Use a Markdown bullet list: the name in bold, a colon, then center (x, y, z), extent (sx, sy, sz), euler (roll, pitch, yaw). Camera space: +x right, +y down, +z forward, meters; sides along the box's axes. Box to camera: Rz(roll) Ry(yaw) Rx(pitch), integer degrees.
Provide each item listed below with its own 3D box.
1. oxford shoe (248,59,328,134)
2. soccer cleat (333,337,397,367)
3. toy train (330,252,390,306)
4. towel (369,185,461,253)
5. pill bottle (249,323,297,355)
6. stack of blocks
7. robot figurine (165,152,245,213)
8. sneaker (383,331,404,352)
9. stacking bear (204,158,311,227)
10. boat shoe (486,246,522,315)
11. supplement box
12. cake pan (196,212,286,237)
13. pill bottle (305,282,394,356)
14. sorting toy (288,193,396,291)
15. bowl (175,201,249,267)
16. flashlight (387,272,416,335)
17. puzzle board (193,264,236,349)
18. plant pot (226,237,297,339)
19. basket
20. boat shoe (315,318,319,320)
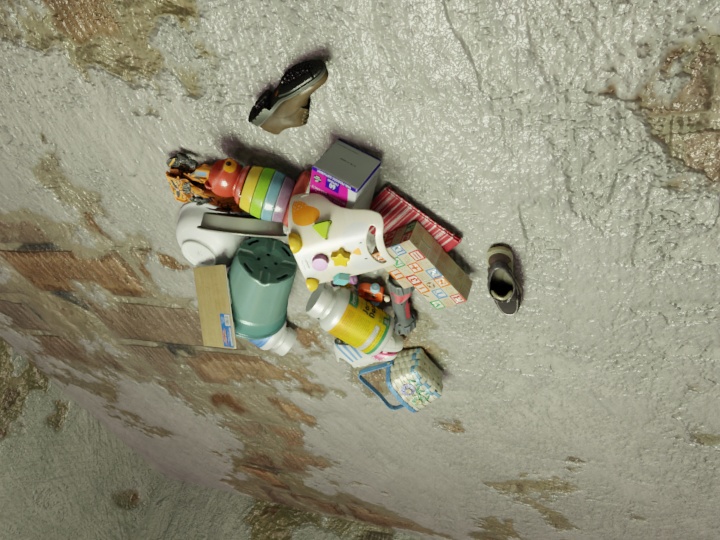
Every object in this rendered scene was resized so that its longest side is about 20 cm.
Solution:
- **oxford shoe**: center (-0.114, -0.309, 1.006), extent (0.084, 0.073, 0.199), euler (29, 147, -33)
- **soccer cleat**: center (0.015, 0.234, 1.552), extent (0.198, 0.070, 0.087), euler (8, 111, 29)
- **toy train**: center (0.000, 0.000, 1.315), extent (0.149, 0.056, 0.201), euler (10, 143, 14)
- **towel**: center (0.100, -0.086, 1.186), extent (0.199, 0.023, 0.145), euler (34, 143, -11)
- **pill bottle**: center (-0.282, 0.157, 1.589), extent (0.200, 0.113, 0.112), euler (38, 140, -17)
- **stack of blocks**: center (0.134, -0.004, 1.198), extent (0.200, 0.059, 0.115), euler (44, 141, -23)
- **robot figurine**: center (-0.352, -0.191, 1.260), extent (0.198, 0.058, 0.146), euler (10, 139, 15)
- **sneaker**: center (0.046, 0.145, 1.444), extent (0.199, 0.073, 0.085), euler (28, 123, -22)
- **stacking bear**: center (-0.217, -0.169, 1.153), extent (0.198, 0.122, 0.114), euler (20, 149, -6)
- **boat shoe**: center (0.303, 0.037, 1.191), extent (0.071, 0.065, 0.201), euler (2, 138, 22)
- **supplement box**: center (-0.040, -0.141, 1.117), extent (0.101, 0.104, 0.201), euler (28, 144, 11)
- **cake pan**: center (-0.262, -0.103, 1.243), extent (0.198, 0.200, 0.037), euler (8, 97, 18)
- **pill bottle**: center (-0.027, 0.112, 1.332), extent (0.199, 0.113, 0.113), euler (32, 141, -17)
- **sorting toy**: center (-0.029, -0.048, 1.067), extent (0.178, 0.107, 0.201), euler (-7, 129, 18)
- **bowl**: center (-0.385, -0.068, 1.397), extent (0.199, 0.091, 0.202), euler (15, 141, 12)
- **flashlight**: center (0.106, 0.077, 1.344), extent (0.067, 0.068, 0.201), euler (1, 142, 13)
- **puzzle board**: center (-0.355, 0.088, 1.364), extent (0.150, 0.017, 0.202), euler (-3, 95, 46)
- **plant pot**: center (-0.252, 0.035, 1.383), extent (0.199, 0.201, 0.197), euler (26, 134, -4)
- **basket**: center (0.114, 0.308, 1.545), extent (0.199, 0.140, 0.176), euler (-26, 121, 34)
- **boat shoe**: center (-0.039, 0.146, 1.487), extent (0.199, 0.069, 0.072), euler (37, 139, -21)
